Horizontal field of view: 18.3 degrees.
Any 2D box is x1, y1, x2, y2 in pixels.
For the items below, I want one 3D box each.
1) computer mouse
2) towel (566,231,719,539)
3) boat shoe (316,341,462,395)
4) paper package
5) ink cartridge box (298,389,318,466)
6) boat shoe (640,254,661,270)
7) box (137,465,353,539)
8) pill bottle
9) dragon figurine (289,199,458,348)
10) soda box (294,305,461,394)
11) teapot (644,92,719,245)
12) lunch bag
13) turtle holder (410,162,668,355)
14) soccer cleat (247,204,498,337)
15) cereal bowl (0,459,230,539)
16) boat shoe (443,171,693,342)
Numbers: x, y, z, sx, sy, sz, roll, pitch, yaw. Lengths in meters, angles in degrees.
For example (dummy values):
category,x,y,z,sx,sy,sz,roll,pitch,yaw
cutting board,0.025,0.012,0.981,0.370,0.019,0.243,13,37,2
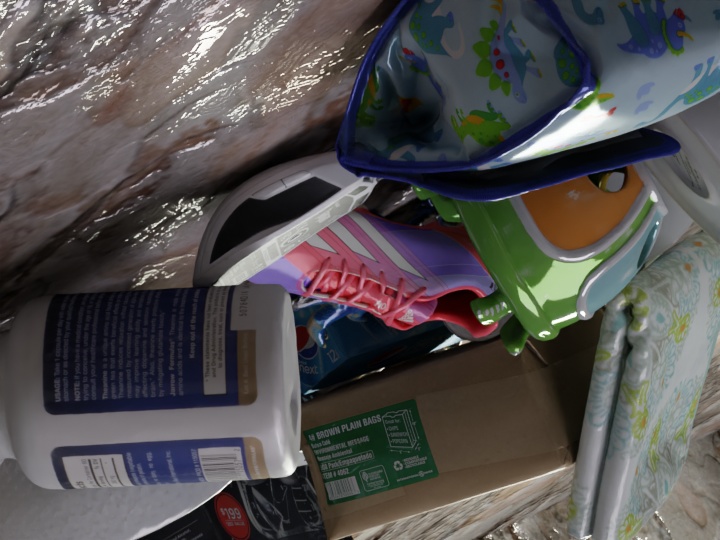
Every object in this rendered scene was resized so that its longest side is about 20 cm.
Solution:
category,x,y,z,sx,sy,sz,roll,pitch,yaw
computer mouse,-0.022,-0.055,1.303,0.200,0.044,0.110,-33,172,-6
towel,0.204,0.083,1.567,0.171,0.048,0.201,-32,133,-61
boat shoe,0.046,0.050,1.804,0.200,0.060,0.072,-25,167,-12
paper package,0.077,0.106,1.623,0.200,0.104,0.191,-19,178,24
ink cartridge box,-0.076,0.099,1.653,0.039,0.100,0.200,-35,166,24
boat shoe,0.181,-0.028,1.692,0.071,0.070,0.201,-39,-168,-22
box,-0.115,0.176,1.684,0.104,0.182,0.200,-33,167,21
pill bottle,-0.137,0.067,1.270,0.199,0.111,0.111,-3,167,3
dragon figurine,0.000,0.000,1.510,0.099,0.059,0.200,-39,168,34
soda box,0.033,0.029,1.681,0.200,0.064,0.068,-18,164,-41
teapot,0.250,-0.106,1.360,0.146,0.198,0.200,-38,180,-6
lunch bag,0.101,-0.110,1.171,0.170,0.128,0.200,-15,170,-38
turtle holder,0.124,-0.026,1.393,0.131,0.141,0.186,-29,143,8
soccer cleat,0.006,0.003,1.425,0.200,0.077,0.067,4,144,-39
cereal bowl,-0.163,0.094,1.398,0.199,0.084,0.200,-18,-160,7
boat shoe,0.146,-0.012,1.565,0.200,0.072,0.068,-33,175,3
